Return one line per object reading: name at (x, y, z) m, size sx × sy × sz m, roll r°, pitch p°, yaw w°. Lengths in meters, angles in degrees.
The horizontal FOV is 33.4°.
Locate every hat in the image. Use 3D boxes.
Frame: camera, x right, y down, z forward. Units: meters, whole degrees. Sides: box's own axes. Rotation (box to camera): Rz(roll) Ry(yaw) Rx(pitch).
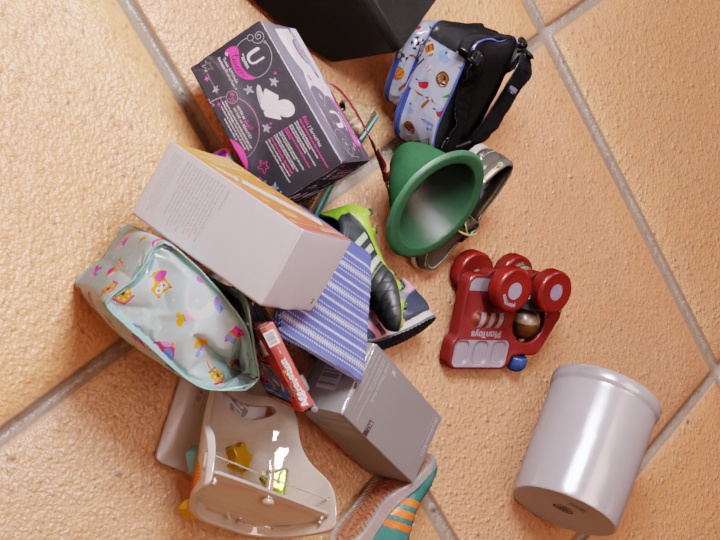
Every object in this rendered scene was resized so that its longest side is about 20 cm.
hat at (0.053, -0.146, 1.634) m, size 0.166 × 0.200 × 0.176 m, roll -22°, pitch 51°, yaw -32°

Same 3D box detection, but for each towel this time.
towel at (-0.045, 0.025, 1.461) m, size 0.145 × 0.024 × 0.200 m, roll 34°, pitch 44°, yaw -32°

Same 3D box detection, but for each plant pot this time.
plant pot at (-0.010, -0.394, 1.607) m, size 0.177 × 0.200 × 0.200 m, roll 55°, pitch 54°, yaw -33°

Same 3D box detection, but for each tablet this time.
tablet at (-0.170, 0.162, 1.486) m, size 0.130 × 0.014 × 0.200 m, roll 29°, pitch 66°, yaw -31°

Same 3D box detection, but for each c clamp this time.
c clamp at (-0.104, 0.084, 1.443) m, size 0.027 × 0.171 × 0.200 m, roll -27°, pitch 86°, yaw -13°

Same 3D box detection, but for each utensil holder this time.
utensil holder at (0.330, 0.265, 1.760) m, size 0.170 × 0.170 × 0.200 m, roll 38°, pitch 64°, yaw -27°

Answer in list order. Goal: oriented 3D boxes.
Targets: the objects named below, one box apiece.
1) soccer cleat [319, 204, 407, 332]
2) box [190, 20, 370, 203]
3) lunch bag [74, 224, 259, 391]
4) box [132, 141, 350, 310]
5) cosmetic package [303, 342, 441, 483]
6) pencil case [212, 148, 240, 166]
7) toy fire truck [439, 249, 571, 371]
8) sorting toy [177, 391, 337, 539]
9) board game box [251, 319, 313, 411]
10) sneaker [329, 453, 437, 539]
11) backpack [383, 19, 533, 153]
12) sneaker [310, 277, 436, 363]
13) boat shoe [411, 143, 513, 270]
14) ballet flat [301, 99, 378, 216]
soccer cleat at (0.000, 0.000, 1.583) m, size 0.081 × 0.068 × 0.200 m, roll -11°, pitch 59°, yaw -20°
box at (-0.095, -0.194, 1.490) m, size 0.200 × 0.115 × 0.132 m, roll 61°, pitch 18°, yaw 2°
lunch bag at (-0.206, 0.051, 1.367) m, size 0.200 × 0.170 × 0.122 m, roll 43°, pitch 80°, yaw -23°
box at (-0.133, -0.049, 1.350) m, size 0.098 × 0.200 × 0.124 m, roll -59°, pitch 157°, yaw 9°
cosmetic package at (0.014, 0.181, 1.542) m, size 0.200 × 0.090 × 0.107 m, roll 46°, pitch 61°, yaw -42°
pencil case at (-0.128, -0.064, 1.513) m, size 0.200 × 0.088 × 0.088 m, roll 41°, pitch 60°, yaw -23°
toy fire truck at (0.210, 0.065, 1.752) m, size 0.200 × 0.112 × 0.168 m, roll 4°, pitch 103°, yaw -37°
sorting toy at (-0.133, 0.215, 1.441) m, size 0.200 × 0.107 × 0.180 m, roll 29°, pitch 46°, yaw -37°
board game box at (-0.104, 0.106, 1.387) m, size 0.019 × 0.200 × 0.103 m, roll -26°, pitch 95°, yaw -14°
sneaker at (0.040, 0.326, 1.590) m, size 0.200 × 0.071 × 0.080 m, roll -41°, pitch 119°, yaw -35°
backpack at (0.120, -0.254, 1.677) m, size 0.200 × 0.154 × 0.191 m, roll -13°, pitch 126°, yaw -55°
sneaker at (0.005, 0.069, 1.616) m, size 0.200 × 0.070 × 0.082 m, roll -17°, pitch 70°, yaw -37°
boat shoe at (0.143, -0.083, 1.698) m, size 0.202 × 0.060 × 0.072 m, roll -58°, pitch 145°, yaw -2°
ballet flat at (-0.046, -0.153, 1.616) m, size 0.065 × 0.071 × 0.200 m, roll 30°, pitch 59°, yaw -1°
